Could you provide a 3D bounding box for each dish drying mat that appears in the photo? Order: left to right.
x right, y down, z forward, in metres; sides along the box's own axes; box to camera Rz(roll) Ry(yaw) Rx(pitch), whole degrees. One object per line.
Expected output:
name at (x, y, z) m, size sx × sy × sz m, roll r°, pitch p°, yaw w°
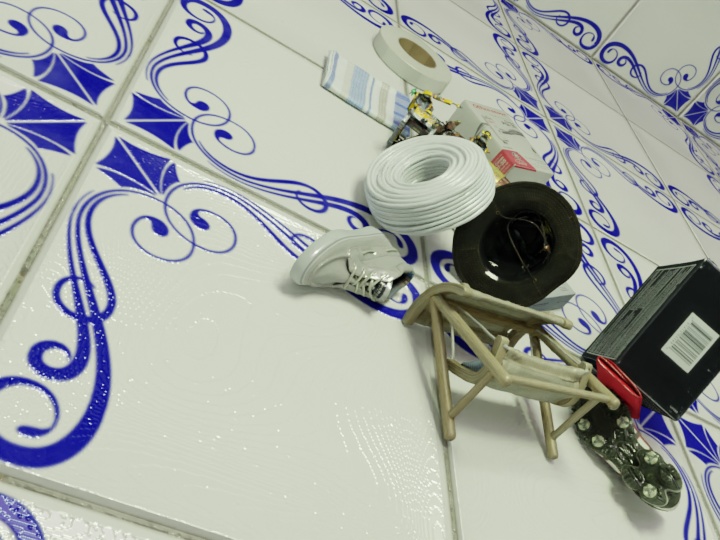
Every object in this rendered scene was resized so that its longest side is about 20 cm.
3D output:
dish drying mat at (0.371, 0.171, 1.054) m, size 0.077 × 0.018 × 0.200 m, roll 48°, pitch 0°, yaw 27°

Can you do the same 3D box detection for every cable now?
cable at (0.104, -0.134, 1.118) m, size 0.201 × 0.197 × 0.070 m, roll -80°, pitch 156°, yaw -51°

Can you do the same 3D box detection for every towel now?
towel at (0.015, -0.344, 1.423) m, size 0.198 × 0.024 × 0.148 m, roll 29°, pitch 35°, yaw -16°

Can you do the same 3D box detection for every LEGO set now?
LEGO set at (0.147, -0.240, 1.297) m, size 0.200 × 0.116 × 0.154 m, roll 45°, pitch 66°, yaw 2°

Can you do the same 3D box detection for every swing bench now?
swing bench at (0.186, 0.112, 0.943) m, size 0.197 × 0.130 × 0.202 m, roll 16°, pitch 39°, yaw -31°

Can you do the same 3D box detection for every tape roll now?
tape roll at (0.120, -0.482, 1.682) m, size 0.201 × 0.037 × 0.204 m, roll 26°, pitch 34°, yaw -19°

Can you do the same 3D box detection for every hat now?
hat at (0.240, -0.044, 1.142) m, size 0.200 × 0.201 × 0.081 m, roll 39°, pitch 16°, yaw 1°

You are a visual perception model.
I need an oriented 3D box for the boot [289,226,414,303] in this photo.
boot at (0.000, 0.000, 0.942) m, size 0.095 × 0.074 × 0.199 m, roll 42°, pitch 31°, yaw 17°

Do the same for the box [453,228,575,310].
box at (0.260, -0.020, 1.258) m, size 0.155 × 0.041 × 0.201 m, roll -2°, pitch 50°, yaw -46°

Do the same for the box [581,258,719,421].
box at (0.459, 0.099, 1.099) m, size 0.123 × 0.200 × 0.198 m, roll 41°, pitch 1°, yaw 4°

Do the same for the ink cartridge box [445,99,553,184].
ink cartridge box at (0.280, -0.247, 1.511) m, size 0.145 × 0.083 × 0.201 m, roll 2°, pitch 48°, yaw -43°

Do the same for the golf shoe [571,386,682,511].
golf shoe at (0.365, 0.249, 1.025) m, size 0.088 × 0.077 × 0.201 m, roll 51°, pitch 7°, yaw -47°

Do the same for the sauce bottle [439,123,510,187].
sauce bottle at (0.198, -0.213, 1.405) m, size 0.200 × 0.066 × 0.066 m, roll 48°, pitch 34°, yaw 10°
